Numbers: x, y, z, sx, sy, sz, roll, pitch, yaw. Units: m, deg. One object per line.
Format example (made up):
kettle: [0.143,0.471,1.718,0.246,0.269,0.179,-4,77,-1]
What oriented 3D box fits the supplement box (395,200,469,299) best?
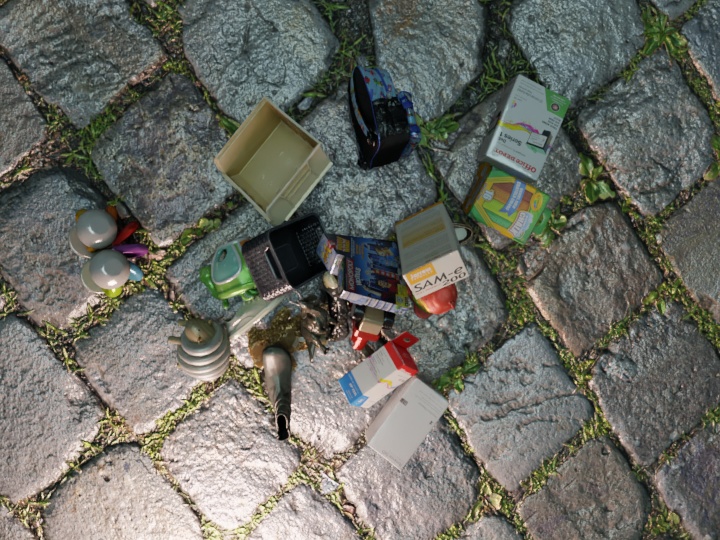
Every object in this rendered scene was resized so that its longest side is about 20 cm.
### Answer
supplement box: [0.150,-0.048,1.155,0.123,0.202,0.074,-24,123,16]

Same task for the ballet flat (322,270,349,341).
ballet flat: [-0.062,0.089,1.228,0.056,0.066,0.204,-23,129,-20]

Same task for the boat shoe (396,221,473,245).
boat shoe: [0.177,-0.077,1.281,0.194,0.072,0.078,-16,94,-2]

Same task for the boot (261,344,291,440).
boot: [-0.180,0.280,1.213,0.065,0.132,0.205,-8,126,-7]

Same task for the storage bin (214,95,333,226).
storage bin: [-0.198,-0.240,1.199,0.199,0.094,0.200,41,91,23]

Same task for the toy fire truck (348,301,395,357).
toy fire truck: [0.018,0.115,1.258,0.125,0.179,0.203,15,131,-12]

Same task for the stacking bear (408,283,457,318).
stacking bear: [0.169,0.050,1.223,0.112,0.200,0.124,-31,94,-1]

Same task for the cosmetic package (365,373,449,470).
cosmetic package: [0.110,0.360,1.297,0.112,0.081,0.202,35,90,-7]

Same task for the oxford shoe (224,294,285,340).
oxford shoe: [-0.244,0.086,1.266,0.198,0.075,0.058,-38,92,3]

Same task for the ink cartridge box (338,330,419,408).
ink cartridge box: [0.059,0.233,1.247,0.198,0.116,0.068,-38,63,10]

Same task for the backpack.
backpack: [0.043,-0.357,1.212,0.131,0.183,0.206,-14,82,-11]

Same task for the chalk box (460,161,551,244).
chalk box: [0.353,-0.150,1.251,0.195,0.124,0.128,25,106,-4]

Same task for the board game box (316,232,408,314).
board game box: [0.000,0.000,1.161,0.194,0.203,0.062,15,132,-14]

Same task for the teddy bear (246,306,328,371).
teddy bear: [-0.173,0.161,1.285,0.198,0.067,0.147,-35,104,-8]

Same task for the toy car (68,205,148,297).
toy car: [-0.559,-0.048,1.212,0.148,0.173,0.206,-20,95,-38]

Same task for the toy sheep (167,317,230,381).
toy sheep: [-0.362,0.186,1.234,0.133,0.140,0.203,-5,136,-3]

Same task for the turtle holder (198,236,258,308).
turtle holder: [-0.282,0.002,1.238,0.139,0.184,0.135,-23,96,-34]

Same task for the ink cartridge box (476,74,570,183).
ink cartridge box: [0.385,-0.330,1.273,0.141,0.084,0.205,23,92,-4]

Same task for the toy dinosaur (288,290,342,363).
toy dinosaur: [-0.102,0.127,1.222,0.101,0.203,0.077,34,53,23]

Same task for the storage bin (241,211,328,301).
storage bin: [-0.153,-0.034,1.193,0.092,0.199,0.138,-21,96,34]
